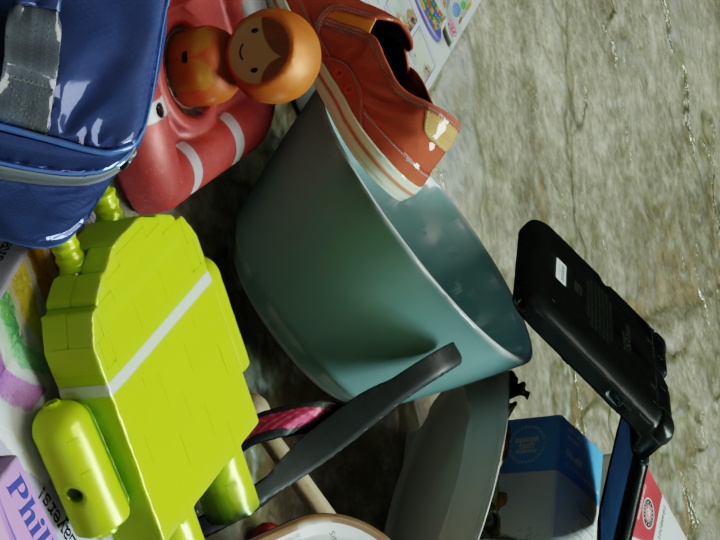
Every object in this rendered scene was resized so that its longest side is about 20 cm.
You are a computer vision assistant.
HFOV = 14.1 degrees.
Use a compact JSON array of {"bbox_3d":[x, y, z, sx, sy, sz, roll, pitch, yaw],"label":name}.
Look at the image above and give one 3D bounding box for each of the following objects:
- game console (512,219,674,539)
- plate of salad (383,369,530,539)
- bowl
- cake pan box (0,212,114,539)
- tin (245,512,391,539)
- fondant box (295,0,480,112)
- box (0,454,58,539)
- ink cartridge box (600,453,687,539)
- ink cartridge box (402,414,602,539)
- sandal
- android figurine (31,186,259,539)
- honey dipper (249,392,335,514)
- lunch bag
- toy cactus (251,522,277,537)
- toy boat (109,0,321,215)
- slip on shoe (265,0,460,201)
[{"bbox_3d":[0.124,0.085,1.736,0.176,0.116,0.200,44,13,-7],"label":"game console"},{"bbox_3d":[0.058,0.142,1.756,0.048,0.200,0.201,19,57,-11],"label":"plate of salad"},{"bbox_3d":[0.000,0.000,1.700,0.201,0.105,0.201,50,14,-17],"label":"bowl"},{"bbox_3d":[-0.152,0.074,1.502,0.201,0.052,0.185,64,35,-31],"label":"cake pan box"},{"bbox_3d":[-0.051,0.201,1.560,0.199,0.042,0.113,-22,78,-32],"label":"tin"},{"bbox_3d":[0.005,-0.187,1.847,0.145,0.058,0.200,66,33,-27],"label":"fondant box"},{"bbox_3d":[-0.200,0.216,1.326,0.177,0.096,0.200,67,31,-26],"label":"box"},{"bbox_3d":[0.182,0.248,2.042,0.201,0.083,0.145,60,35,-37],"label":"ink cartridge box"},{"bbox_3d":[0.082,0.199,1.833,0.068,0.115,0.201,42,47,-50],"label":"ink cartridge box"},{"bbox_3d":[-0.036,0.089,1.606,0.045,0.199,0.075,54,-1,0],"label":"sandal"},{"bbox_3d":[-0.109,0.056,1.491,0.182,0.041,0.201,-54,130,-52],"label":"android figurine"},{"bbox_3d":[-0.012,0.153,1.648,0.200,0.038,0.038,52,28,8],"label":"honey dipper"},{"bbox_3d":[-0.161,-0.129,1.394,0.135,0.132,0.201,14,65,-19],"label":"lunch bag"},{"bbox_3d":[-0.013,0.247,1.653,0.201,0.102,0.165,61,14,-10],"label":"toy cactus"},{"bbox_3d":[-0.082,-0.111,1.589,0.200,0.130,0.131,-41,119,-58],"label":"toy boat"},{"bbox_3d":[0.000,-0.126,1.665,0.074,0.061,0.201,35,20,-50],"label":"slip on shoe"}]
